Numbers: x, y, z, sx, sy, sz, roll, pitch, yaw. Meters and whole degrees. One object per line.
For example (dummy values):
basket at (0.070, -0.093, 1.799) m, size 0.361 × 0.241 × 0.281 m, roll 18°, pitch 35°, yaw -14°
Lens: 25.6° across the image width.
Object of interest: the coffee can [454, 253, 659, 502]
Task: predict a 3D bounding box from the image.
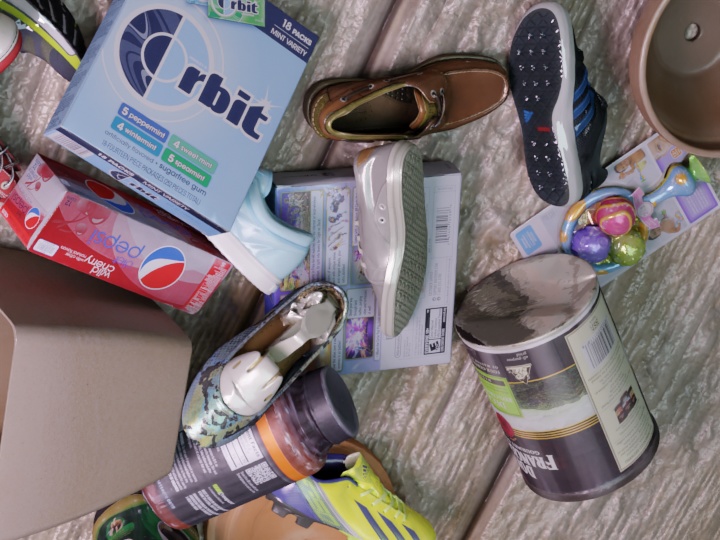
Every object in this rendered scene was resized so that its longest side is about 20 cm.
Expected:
coffee can at (0.195, 0.105, 1.561) m, size 0.146 × 0.146 × 0.200 m, roll -29°, pitch 118°, yaw -6°

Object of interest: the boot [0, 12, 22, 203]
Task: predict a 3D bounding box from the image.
boot at (-0.306, -0.123, 1.295) m, size 0.200 × 0.072 × 0.144 m, roll -27°, pitch 128°, yaw 37°

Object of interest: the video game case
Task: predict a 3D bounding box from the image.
video game case at (0.000, 0.000, 1.505) m, size 0.181 × 0.045 × 0.200 m, roll -5°, pitch 114°, yaw -17°

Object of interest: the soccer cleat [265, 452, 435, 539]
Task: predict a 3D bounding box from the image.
soccer cleat at (0.001, 0.225, 1.556) m, size 0.200 × 0.065 × 0.084 m, roll 24°, pitch 100°, yaw -26°

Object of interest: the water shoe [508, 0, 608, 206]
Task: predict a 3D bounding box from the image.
water shoe at (0.191, -0.162, 1.502) m, size 0.079 × 0.071 × 0.200 m, roll -26°, pitch 120°, yaw -39°

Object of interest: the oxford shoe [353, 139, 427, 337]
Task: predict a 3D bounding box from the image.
oxford shoe at (0.024, -0.031, 1.446) m, size 0.058 × 0.075 × 0.200 m, roll 11°, pitch 125°, yaw 22°

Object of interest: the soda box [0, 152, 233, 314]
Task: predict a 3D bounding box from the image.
soda box at (-0.209, -0.028, 1.375) m, size 0.200 × 0.070 × 0.063 m, roll 26°, pitch 103°, yaw -46°

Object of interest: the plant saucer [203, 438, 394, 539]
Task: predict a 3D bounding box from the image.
plant saucer at (-0.058, 0.256, 1.603) m, size 0.200 × 0.032 × 0.201 m, roll -7°, pitch 114°, yaw -17°

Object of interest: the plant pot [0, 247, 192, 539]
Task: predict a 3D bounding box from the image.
plant pot at (-0.260, 0.099, 1.384) m, size 0.177 × 0.200 × 0.200 m, roll 0°, pitch 113°, yaw -32°

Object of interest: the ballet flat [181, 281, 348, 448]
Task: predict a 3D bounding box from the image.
ballet flat at (-0.080, 0.076, 1.399) m, size 0.200 × 0.074 × 0.074 m, roll -50°, pitch 124°, yaw -32°

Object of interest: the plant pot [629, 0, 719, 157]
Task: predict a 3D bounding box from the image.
plant pot at (0.335, -0.216, 1.502) m, size 0.201 × 0.093 × 0.201 m, roll -7°, pitch 115°, yaw -15°

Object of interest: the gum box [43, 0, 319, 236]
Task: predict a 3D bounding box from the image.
gum box at (-0.146, -0.157, 1.334) m, size 0.170 × 0.045 × 0.200 m, roll 32°, pitch 70°, yaw -25°

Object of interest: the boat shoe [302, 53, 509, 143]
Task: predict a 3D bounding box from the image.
boat shoe at (0.051, -0.148, 1.446) m, size 0.200 × 0.068 × 0.072 m, roll -14°, pitch 114°, yaw -14°

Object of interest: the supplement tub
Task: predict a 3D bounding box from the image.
supplement tub at (-0.104, 0.159, 1.473) m, size 0.200 × 0.107 × 0.107 m, roll -24°, pitch 120°, yaw 14°

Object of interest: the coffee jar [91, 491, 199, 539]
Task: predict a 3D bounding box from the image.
coffee jar at (-0.197, 0.286, 1.471) m, size 0.085 × 0.200 × 0.104 m, roll -39°, pitch 116°, yaw 12°

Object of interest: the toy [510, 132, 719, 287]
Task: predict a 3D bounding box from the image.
toy at (0.262, -0.045, 1.575) m, size 0.200 × 0.047 × 0.115 m, roll -36°, pitch 117°, yaw -2°

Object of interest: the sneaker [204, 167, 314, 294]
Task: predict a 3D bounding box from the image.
sneaker at (-0.123, -0.075, 1.404) m, size 0.082 × 0.074 × 0.200 m, roll -44°, pitch 105°, yaw 1°

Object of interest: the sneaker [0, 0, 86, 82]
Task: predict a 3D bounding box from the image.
sneaker at (-0.310, -0.215, 1.301) m, size 0.200 × 0.074 × 0.081 m, roll 37°, pitch 110°, yaw -25°
